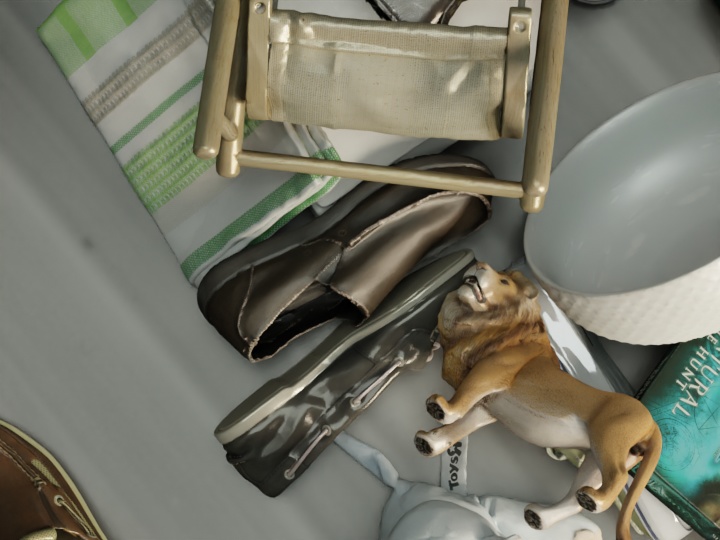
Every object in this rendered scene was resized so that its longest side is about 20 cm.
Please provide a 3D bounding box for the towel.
[{"bbox_3d":[-0.111,-0.104,1.410,0.149,0.031,0.201,-37,84,35],"label":"towel"}]

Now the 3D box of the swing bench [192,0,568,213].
[{"bbox_3d":[0.019,-0.147,1.292,0.197,0.130,0.202,7,87,3],"label":"swing bench"}]

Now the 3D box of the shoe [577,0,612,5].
[{"bbox_3d":[0.147,-0.274,1.438,0.071,0.091,0.202,-3,85,-1],"label":"shoe"}]

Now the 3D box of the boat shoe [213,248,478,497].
[{"bbox_3d":[0.001,0.064,1.423,0.200,0.067,0.057,-37,102,-2],"label":"boat shoe"}]

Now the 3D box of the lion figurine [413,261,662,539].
[{"bbox_3d":[0.113,0.080,1.334,0.200,0.073,0.122,37,53,24],"label":"lion figurine"}]

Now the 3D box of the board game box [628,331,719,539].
[{"bbox_3d":[0.252,0.076,1.399,0.135,0.028,0.200,40,65,-2],"label":"board game box"}]

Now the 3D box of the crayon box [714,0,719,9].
[{"bbox_3d":[0.350,-0.160,1.442,0.199,0.058,0.173,-31,88,-3],"label":"crayon box"}]

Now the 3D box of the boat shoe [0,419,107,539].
[{"bbox_3d":[-0.198,0.161,1.403,0.202,0.075,0.075,45,86,4],"label":"boat shoe"}]

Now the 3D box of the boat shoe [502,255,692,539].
[{"bbox_3d":[0.136,0.087,1.424,0.062,0.072,0.201,-34,79,16],"label":"boat shoe"}]

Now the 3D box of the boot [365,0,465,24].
[{"bbox_3d":[0.037,-0.247,1.381,0.174,0.069,0.200,-38,72,6],"label":"boot"}]

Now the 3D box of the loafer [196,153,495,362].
[{"bbox_3d":[0.000,0.000,1.400,0.199,0.073,0.072,-29,56,3],"label":"loafer"}]

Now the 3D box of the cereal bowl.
[{"bbox_3d":[0.204,-0.027,1.381,0.200,0.200,0.084,-37,120,-3],"label":"cereal bowl"}]

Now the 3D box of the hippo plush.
[{"bbox_3d":[0.074,0.181,1.359,0.158,0.161,0.202,-9,85,-1],"label":"hippo plush"}]

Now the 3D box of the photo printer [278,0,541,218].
[{"bbox_3d":[0.014,-0.149,1.436,0.199,0.069,0.167,-33,86,-3],"label":"photo printer"}]
